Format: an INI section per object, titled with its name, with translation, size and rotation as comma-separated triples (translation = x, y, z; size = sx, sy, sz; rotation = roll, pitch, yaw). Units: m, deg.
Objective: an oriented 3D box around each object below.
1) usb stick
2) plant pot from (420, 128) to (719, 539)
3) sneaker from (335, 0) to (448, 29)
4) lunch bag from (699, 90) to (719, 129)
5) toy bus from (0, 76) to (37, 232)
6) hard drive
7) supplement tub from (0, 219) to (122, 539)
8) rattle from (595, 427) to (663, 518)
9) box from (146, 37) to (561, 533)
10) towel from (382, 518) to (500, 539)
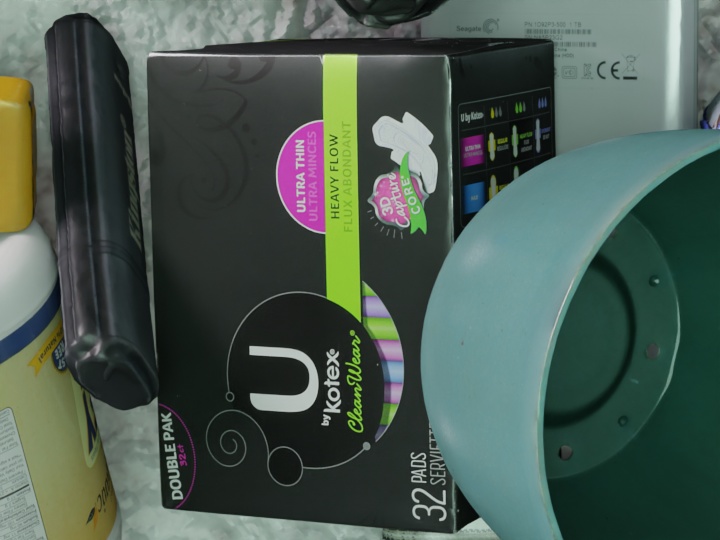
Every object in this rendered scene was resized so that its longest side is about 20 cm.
[usb stick]
translation = -0.114, -0.028, 1.166
size = 0.032, 0.201, 0.056
rotation = -22, 140, 15
[plant pot]
translation = 0.116, 0.038, 1.035
size = 0.199, 0.161, 0.202
rotation = -4, 99, -25
[sneaker]
translation = -0.027, -0.144, 1.108
size = 0.198, 0.111, 0.077
rotation = -12, 121, 2
[lunch bag]
translation = 0.246, -0.071, 1.142
size = 0.198, 0.170, 0.125
rotation = -7, 94, 7
[toy bus]
translation = -0.238, -0.058, 1.141
size = 0.198, 0.078, 0.066
rotation = 1, 115, -3
[hard drive]
translation = 0.088, -0.051, 1.199
size = 0.131, 0.026, 0.202
rotation = 4, 99, 30
[supplement tub]
translation = -0.185, 0.083, 1.178
size = 0.143, 0.145, 0.201
rotation = -9, 117, 4
[rattle]
translation = 0.161, 0.167, 1.147
size = 0.142, 0.130, 0.202
rotation = 3, 77, 12
[box]
translation = 0.000, 0.000, 1.167
size = 0.147, 0.124, 0.202
rotation = 2, 99, 26
[towel]
translation = 0.107, 0.183, 1.250
size = 0.198, 0.035, 0.194
rotation = 1, 97, 2
